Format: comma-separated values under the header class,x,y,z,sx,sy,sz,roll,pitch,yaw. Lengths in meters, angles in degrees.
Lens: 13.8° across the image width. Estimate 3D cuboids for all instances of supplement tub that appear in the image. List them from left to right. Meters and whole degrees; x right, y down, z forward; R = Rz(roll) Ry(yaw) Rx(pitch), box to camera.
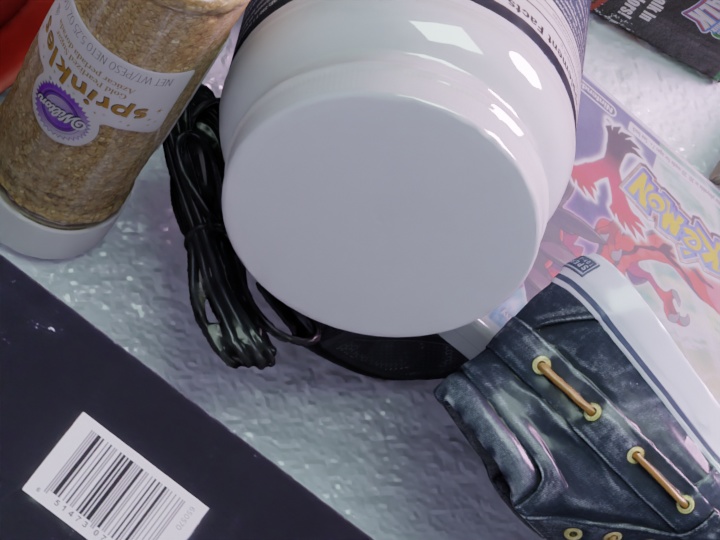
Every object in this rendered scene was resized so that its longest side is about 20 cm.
class,x,y,z,sx,sy,sz,roll,pitch,yaw
supplement tub,0.020,-0.084,1.193,0.140,0.140,0.200,24,41,-11

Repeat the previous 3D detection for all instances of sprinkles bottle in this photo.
class,x,y,z,sx,sy,sz,roll,pitch,yaw
sprinkles bottle,-0.098,-0.080,1.173,0.068,0.200,0.068,12,57,-19

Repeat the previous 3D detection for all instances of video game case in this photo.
class,x,y,z,sx,sy,sz,roll,pitch,yaw
video game case,0.119,0.012,1.290,0.200,0.023,0.182,40,42,-19

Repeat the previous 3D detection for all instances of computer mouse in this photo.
class,x,y,z,sx,sy,sz,roll,pitch,yaw
computer mouse,0.000,0.000,1.257,0.200,0.053,0.139,9,52,-33

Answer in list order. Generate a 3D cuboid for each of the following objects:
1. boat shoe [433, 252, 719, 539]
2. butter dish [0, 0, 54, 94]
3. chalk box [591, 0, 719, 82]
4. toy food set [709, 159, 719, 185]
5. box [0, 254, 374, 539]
class,x,y,z,sx,sy,sz,roll,pitch,yaw
boat shoe,0.117,0.096,1.195,0.091,0.071,0.200,-39,96,-5
butter dish,-0.209,-0.162,1.202,0.200,0.148,0.199,44,52,4
chalk box,0.167,-0.187,1.416,0.200,0.125,0.124,27,54,-10
toy food set,0.269,-0.018,1.412,0.200,0.060,0.144,40,40,-1
box,-0.118,0.115,1.058,0.200,0.182,0.104,38,52,-2
